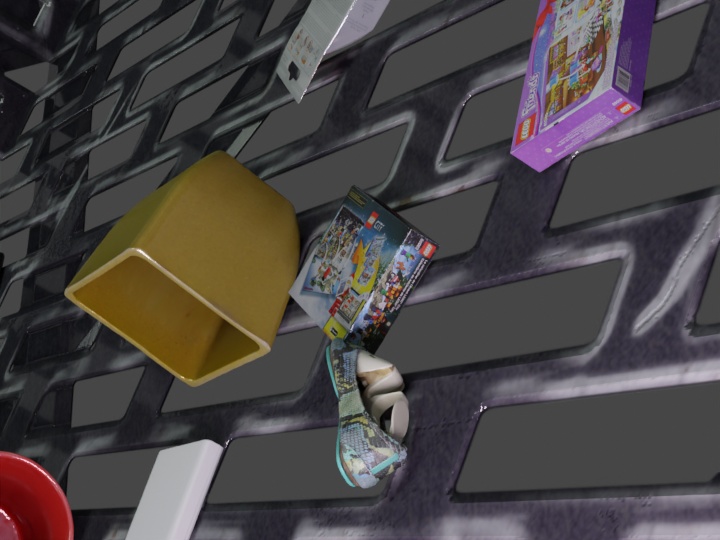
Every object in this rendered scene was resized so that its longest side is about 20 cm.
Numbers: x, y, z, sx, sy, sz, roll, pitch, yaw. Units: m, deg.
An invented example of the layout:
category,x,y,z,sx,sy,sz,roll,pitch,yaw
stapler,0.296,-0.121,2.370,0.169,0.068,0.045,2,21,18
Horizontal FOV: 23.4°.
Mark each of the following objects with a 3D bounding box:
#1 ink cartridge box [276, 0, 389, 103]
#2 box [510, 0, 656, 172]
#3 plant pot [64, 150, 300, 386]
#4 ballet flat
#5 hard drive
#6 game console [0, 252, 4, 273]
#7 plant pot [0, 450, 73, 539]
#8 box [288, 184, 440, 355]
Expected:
category,x,y,z,sx,sy,sz,roll,pitch,yaw
ink cartridge box,-0.030,-0.312,2.210,0.200,0.047,0.160,-60,22,13
box,0.207,-0.201,1.576,0.137,0.039,0.200,-32,36,48
plant pot,-0.181,-0.018,1.989,0.194,0.195,0.200,-26,31,53
ballet flat,0.012,0.121,1.582,0.074,0.074,0.200,-49,27,25
hard drive,-0.220,0.286,1.897,0.132,0.026,0.200,-20,44,57
game console,-0.751,0.055,3.168,0.176,0.116,0.200,-46,27,31
plant pot,-0.471,0.338,2.175,0.177,0.200,0.201,-35,32,63
box,0.000,0.000,1.767,0.137,0.038,0.200,-58,23,5
